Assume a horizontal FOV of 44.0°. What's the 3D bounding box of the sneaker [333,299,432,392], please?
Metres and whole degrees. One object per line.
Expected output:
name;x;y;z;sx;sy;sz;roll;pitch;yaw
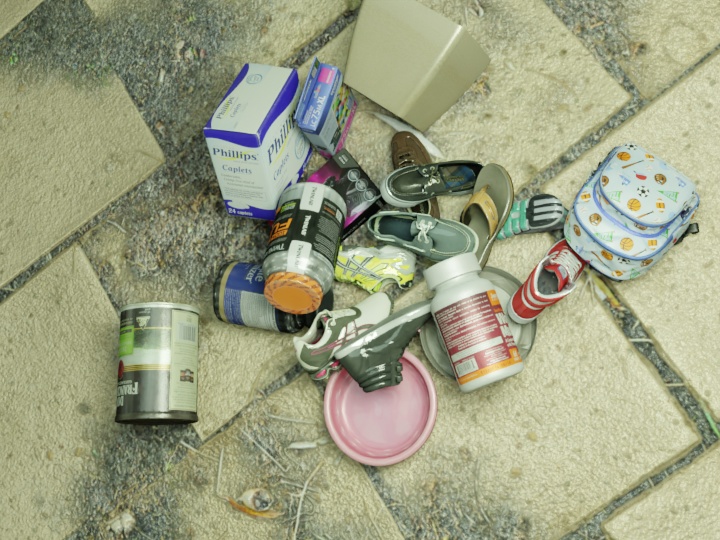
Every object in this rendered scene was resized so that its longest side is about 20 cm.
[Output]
sneaker;0.063;0.128;1.474;0.198;0.071;0.100;-30;94;-3

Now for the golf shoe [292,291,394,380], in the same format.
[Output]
golf shoe;-0.025;0.096;1.515;0.200;0.089;0.077;-42;36;-15

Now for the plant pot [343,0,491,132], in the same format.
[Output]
plant pot;0.085;-0.363;1.572;0.199;0.199;0.179;34;99;20

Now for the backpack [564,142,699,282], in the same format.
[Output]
backpack;0.422;-0.088;1.407;0.199;0.155;0.191;35;70;21

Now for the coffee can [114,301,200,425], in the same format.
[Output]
coffee can;-0.361;0.169;1.596;0.144;0.146;0.204;-5;76;15

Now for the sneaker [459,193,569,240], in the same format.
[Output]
sneaker;0.266;-0.081;1.518;0.198;0.087;0.076;-1;77;41

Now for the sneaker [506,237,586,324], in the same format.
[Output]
sneaker;0.320;-0.003;1.422;0.071;0.113;0.200;42;63;6

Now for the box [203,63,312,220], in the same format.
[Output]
box;-0.174;-0.226;1.571;0.103;0.202;0.185;9;51;17

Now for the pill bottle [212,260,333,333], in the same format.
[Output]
pill bottle;-0.153;0.050;1.581;0.197;0.112;0.114;8;80;17

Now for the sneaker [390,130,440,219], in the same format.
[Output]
sneaker;0.097;-0.165;1.575;0.070;0.076;0.203;-20;73;11

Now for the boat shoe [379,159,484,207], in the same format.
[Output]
boat shoe;0.125;-0.156;1.517;0.197;0.057;0.070;-12;76;-29

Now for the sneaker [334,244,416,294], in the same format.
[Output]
sneaker;0.000;0.000;1.567;0.197;0.075;0.078;-5;75;16

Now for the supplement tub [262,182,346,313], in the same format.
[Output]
supplement tub;-0.095;-0.037;1.493;0.120;0.123;0.202;-1;53;16

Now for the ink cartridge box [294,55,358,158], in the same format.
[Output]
ink cartridge box;-0.058;-0.284;1.581;0.041;0.200;0.121;17;83;18

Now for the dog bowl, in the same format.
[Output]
dog bowl;0.200;0.095;1.496;0.197;0.059;0.204;-3;77;15

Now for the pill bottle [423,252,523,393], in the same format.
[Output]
pill bottle;0.174;0.082;1.408;0.108;0.109;0.203;-21;79;10

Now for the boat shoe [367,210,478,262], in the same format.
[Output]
boat shoe;0.099;-0.059;1.481;0.198;0.061;0.074;16;95;32

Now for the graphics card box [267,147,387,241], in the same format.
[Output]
graphics card box;-0.063;-0.110;1.623;0.199;0.051;0.126;-39;70;4

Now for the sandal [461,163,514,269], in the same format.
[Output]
sandal;0.195;-0.086;1.481;0.081;0.054;0.202;20;84;39

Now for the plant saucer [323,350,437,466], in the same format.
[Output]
plant saucer;0.037;0.229;1.517;0.197;0.051;0.204;-4;76;16
